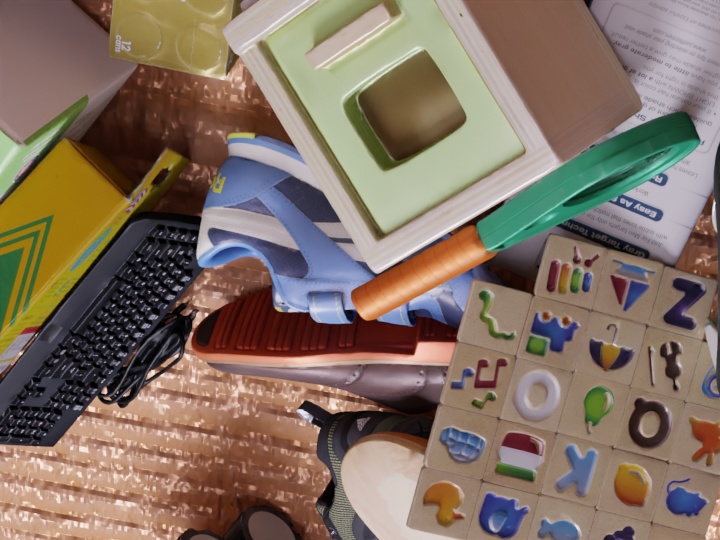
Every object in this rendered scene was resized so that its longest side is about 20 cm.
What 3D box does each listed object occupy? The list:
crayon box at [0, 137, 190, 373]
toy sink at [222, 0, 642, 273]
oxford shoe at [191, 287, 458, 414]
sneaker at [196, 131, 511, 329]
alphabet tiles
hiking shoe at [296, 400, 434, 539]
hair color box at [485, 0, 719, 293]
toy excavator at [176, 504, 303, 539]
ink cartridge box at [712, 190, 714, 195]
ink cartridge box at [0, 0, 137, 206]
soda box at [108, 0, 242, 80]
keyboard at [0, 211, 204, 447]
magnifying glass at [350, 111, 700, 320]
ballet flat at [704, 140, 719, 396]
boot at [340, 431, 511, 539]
[{"bbox_3d":[-0.180,-0.005,1.190,0.051,0.127,0.200,43,90,0],"label":"crayon box"},{"bbox_3d":[0.021,-0.123,1.082,0.130,0.112,0.201,-29,92,36],"label":"toy sink"},{"bbox_3d":[0.000,0.053,1.252,0.199,0.071,0.073,1,129,16],"label":"oxford shoe"},{"bbox_3d":[0.000,0.000,1.193,0.199,0.074,0.083,27,82,14],"label":"sneaker"},{"bbox_3d":[0.117,0.089,1.148,0.166,0.006,0.201,14,93,-16],"label":"alphabet tiles"},{"bbox_3d":[0.027,0.151,1.307,0.100,0.076,0.201,19,141,39],"label":"hiking shoe"},{"bbox_3d":[0.145,-0.080,1.146,0.100,0.061,0.201,22,121,0],"label":"hair color box"},{"bbox_3d":[-0.034,0.250,1.341,0.200,0.194,0.100,52,121,15],"label":"toy excavator"},{"bbox_3d":[0.272,-0.004,1.096,0.177,0.045,0.200,66,156,9],"label":"ink cartridge box"},{"bbox_3d":[-0.230,-0.051,1.197,0.084,0.146,0.200,42,120,-1],"label":"ink cartridge box"},{"bbox_3d":[-0.083,-0.205,1.128,0.067,0.064,0.201,12,121,7],"label":"soda box"},{"bbox_3d":[-0.139,0.045,1.261,0.200,0.104,0.040,-47,60,30],"label":"keyboard"},{"bbox_3d":[0.081,-0.027,1.107,0.199,0.080,0.022,-31,80,22],"label":"magnifying glass"},{"bbox_3d":[0.210,0.014,1.119,0.068,0.068,0.201,-11,114,-17],"label":"ballet flat"},{"bbox_3d":[0.080,0.118,1.222,0.201,0.144,0.071,32,120,-13],"label":"boot"}]
